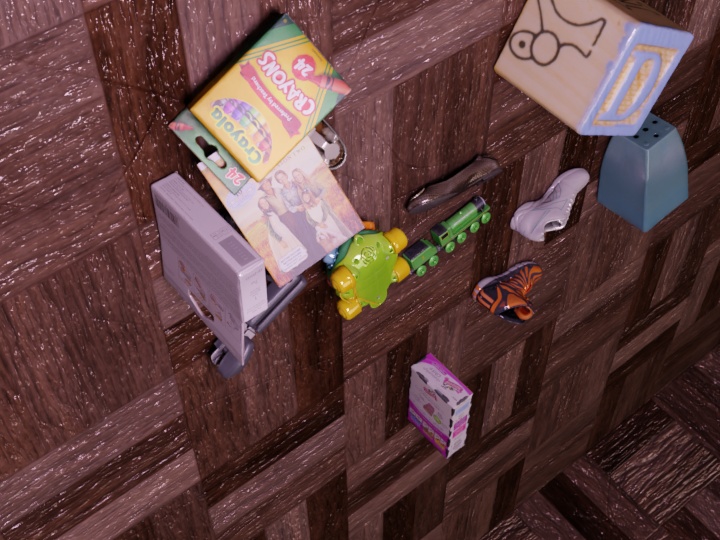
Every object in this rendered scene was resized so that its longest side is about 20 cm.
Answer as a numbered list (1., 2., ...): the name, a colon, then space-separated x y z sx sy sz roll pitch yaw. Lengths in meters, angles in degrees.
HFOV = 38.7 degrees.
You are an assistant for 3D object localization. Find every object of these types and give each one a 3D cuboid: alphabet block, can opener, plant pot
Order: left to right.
1. can opener: -0.155 0.086 1.617 0.200 0.067 0.053 -46 150 -1
2. alphabet block: 0.370 -0.348 1.641 0.195 0.200 0.197 -5 131 -48
3. plant pot: 0.588 -0.220 2.132 0.141 0.141 0.201 -35 141 -18

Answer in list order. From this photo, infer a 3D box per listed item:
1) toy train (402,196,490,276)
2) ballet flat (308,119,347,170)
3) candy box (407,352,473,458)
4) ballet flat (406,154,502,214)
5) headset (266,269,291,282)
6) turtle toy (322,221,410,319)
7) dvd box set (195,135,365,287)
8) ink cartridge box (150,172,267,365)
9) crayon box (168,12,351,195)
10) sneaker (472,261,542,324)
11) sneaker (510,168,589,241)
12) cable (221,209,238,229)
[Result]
1. toy train: 0.158 -0.066 1.862 0.199 0.042 0.057 -39 138 -13
2. ballet flat: -0.073 -0.196 1.397 0.068 0.064 0.200 -48 149 3
3. candy box: 0.167 0.290 2.188 0.061 0.136 0.201 -32 147 -24
4. ballet flat: 0.158 -0.151 1.764 0.198 0.047 0.067 -27 176 -21
5. headset: -0.130 -0.041 1.436 0.199 0.093 0.125 -37 149 -35
6. turtle toy: 0.000 0.000 1.678 0.145 0.101 0.201 -36 148 -18
7. dvd box set: -0.103 -0.100 1.350 0.145 0.029 0.201 -34 110 -5
8. ink cartridge box: -0.195 -0.002 1.334 0.044 0.200 0.178 -30 146 -27
9. crayon box: -0.124 -0.203 1.274 0.200 0.051 0.127 -46 110 -2
10. sneaker: 0.332 0.055 2.144 0.198 0.112 0.078 -22 142 -35
11. sneaker: 0.393 -0.126 2.046 0.200 0.080 0.071 -39 147 -15
12. cable: -0.136 -0.054 1.496 0.198 0.051 0.165 -10 134 -47
